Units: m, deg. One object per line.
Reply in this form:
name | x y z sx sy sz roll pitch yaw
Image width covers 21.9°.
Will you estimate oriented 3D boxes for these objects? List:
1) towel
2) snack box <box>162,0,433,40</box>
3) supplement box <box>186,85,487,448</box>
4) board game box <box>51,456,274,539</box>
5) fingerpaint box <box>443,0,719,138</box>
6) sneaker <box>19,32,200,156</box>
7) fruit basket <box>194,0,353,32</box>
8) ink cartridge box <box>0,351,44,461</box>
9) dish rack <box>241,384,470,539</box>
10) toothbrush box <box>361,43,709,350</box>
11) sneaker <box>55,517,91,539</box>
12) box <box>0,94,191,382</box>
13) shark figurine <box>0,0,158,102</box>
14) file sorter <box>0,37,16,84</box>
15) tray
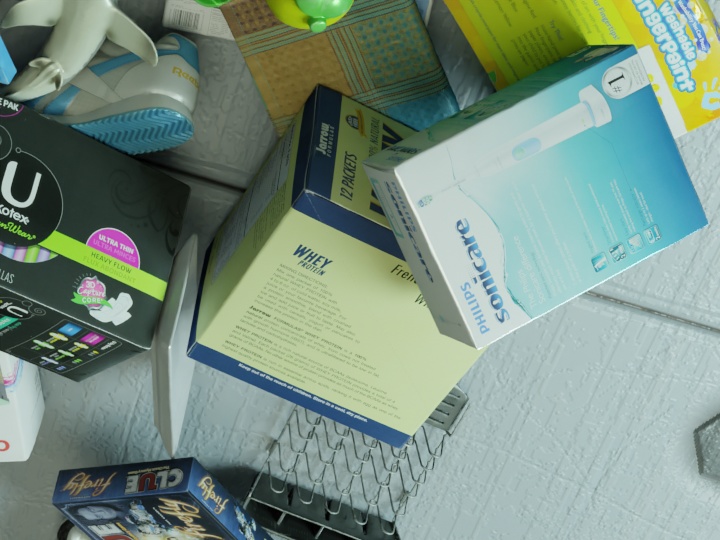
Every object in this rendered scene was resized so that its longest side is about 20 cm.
towel | -0.009 -0.149 1.441 0.147 0.022 0.200 -13 129 15
snack box | -0.048 -0.203 1.430 0.200 0.024 0.072 11 122 -5
supplement box | 0.000 0.000 1.466 0.200 0.134 0.200 24 128 -16
board game box | -0.161 0.231 1.632 0.135 0.035 0.200 -8 143 24
fingerpaint box | 0.176 -0.184 1.409 0.167 0.073 0.200 -26 118 17
sneaker | -0.211 -0.135 1.448 0.200 0.081 0.077 -3 154 25
fruit basket | -0.054 -0.262 1.294 0.216 0.216 0.156 -24 118 15
ink cartridge box | -0.355 0.062 1.561 0.145 0.084 0.200 -3 121 3
dish rack | 0.000 0.159 1.631 0.153 0.055 0.200 22 119 -13
toothbrush box | 0.125 -0.055 1.334 0.200 0.085 0.146 -29 103 -12
sneaker | -0.233 0.303 1.720 0.081 0.075 0.200 -12 123 -8
box | -0.256 -0.025 1.429 0.200 0.149 0.124 25 151 -27
shark figurine | -0.233 -0.178 1.409 0.128 0.090 0.214 41 116 -19
file sorter | -0.370 -0.157 1.298 0.200 0.123 0.139 17 155 16
tray | -0.151 0.063 1.502 0.022 0.107 0.200 8 149 0
